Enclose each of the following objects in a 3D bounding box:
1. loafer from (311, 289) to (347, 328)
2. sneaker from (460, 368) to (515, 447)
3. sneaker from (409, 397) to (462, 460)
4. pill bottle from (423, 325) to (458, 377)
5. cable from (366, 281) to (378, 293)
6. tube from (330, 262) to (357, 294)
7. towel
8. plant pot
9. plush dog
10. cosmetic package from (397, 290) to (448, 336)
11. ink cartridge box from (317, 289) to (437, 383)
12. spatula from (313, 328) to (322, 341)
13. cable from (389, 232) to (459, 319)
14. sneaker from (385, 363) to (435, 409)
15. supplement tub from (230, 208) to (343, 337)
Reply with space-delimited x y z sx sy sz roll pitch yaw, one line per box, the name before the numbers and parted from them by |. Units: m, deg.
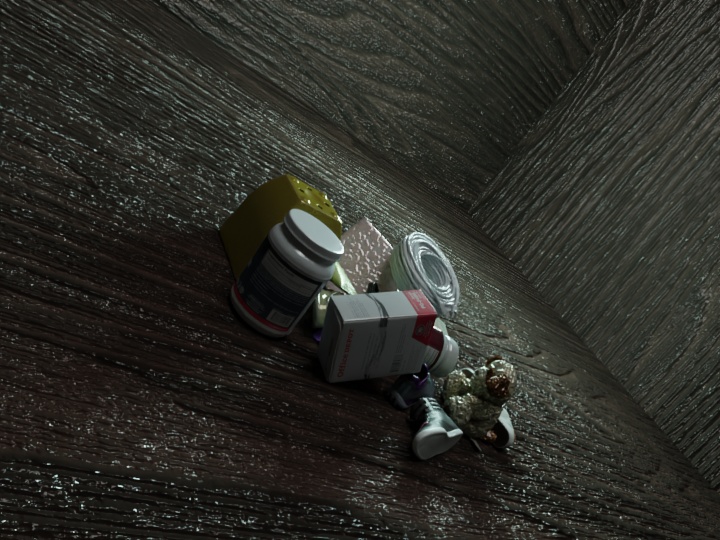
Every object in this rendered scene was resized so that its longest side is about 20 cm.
loafer | -0.055 0.076 1.358 0.066 0.078 0.200 6 9 9
sneaker | 0.294 0.324 1.540 0.084 0.072 0.203 18 38 -57
sneaker | 0.121 0.295 1.247 0.099 0.071 0.199 46 12 26
pill bottle | 0.124 0.163 1.491 0.198 0.115 0.115 29 19 -29
cable | 0.008 0.093 1.415 0.203 0.049 0.098 -90 159 -45
tube | -0.067 -0.004 1.443 0.057 0.053 0.200 -12 41 -30
towel | 0.000 0.000 1.536 0.192 0.199 0.032 47 -24 9
plant pot | -0.150 -0.076 1.369 0.193 0.201 0.195 24 23 -38
plush dog | 0.277 0.274 1.433 0.159 0.173 0.200 36 17 -2
cosmetic package | 0.129 0.123 1.611 0.200 0.073 0.104 43 20 -24
ink cartridge box | 0.028 0.122 1.228 0.195 0.148 0.084 -2 35 -24
spatula | -0.042 0.129 1.383 0.055 0.021 0.199 18 7 17
cable | 0.150 0.013 1.509 0.201 0.069 0.201 49 32 -9
sneaker | 0.129 0.233 1.373 0.074 0.088 0.199 44 18 18
supplement tub | -0.134 0.006 1.196 0.139 0.201 0.141 34 17 -12
